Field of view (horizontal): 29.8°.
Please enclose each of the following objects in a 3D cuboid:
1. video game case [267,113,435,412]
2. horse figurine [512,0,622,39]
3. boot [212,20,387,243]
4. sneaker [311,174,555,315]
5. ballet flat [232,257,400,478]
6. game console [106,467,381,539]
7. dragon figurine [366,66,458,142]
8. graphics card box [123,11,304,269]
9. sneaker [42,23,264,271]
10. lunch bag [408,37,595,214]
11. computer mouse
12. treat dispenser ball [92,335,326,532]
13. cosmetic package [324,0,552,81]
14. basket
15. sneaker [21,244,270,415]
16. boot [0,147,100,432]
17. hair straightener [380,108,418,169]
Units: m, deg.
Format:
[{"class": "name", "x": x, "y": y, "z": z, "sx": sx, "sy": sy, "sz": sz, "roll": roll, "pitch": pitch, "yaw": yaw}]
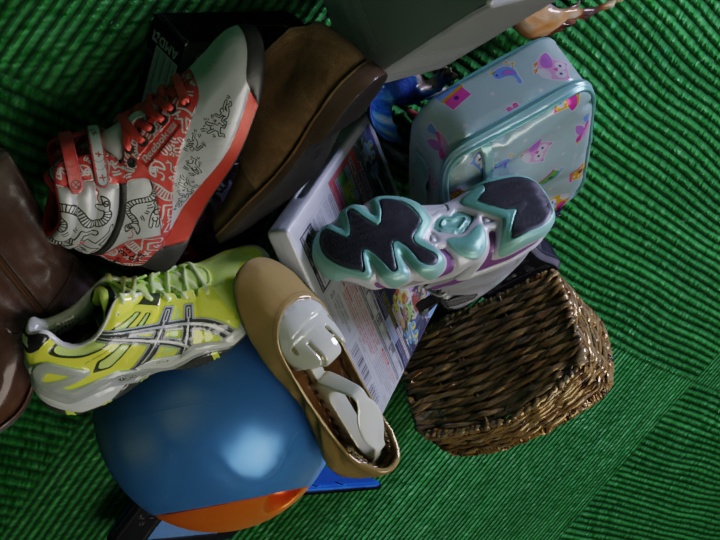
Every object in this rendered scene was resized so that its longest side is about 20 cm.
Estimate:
[{"class": "video game case", "x": 0.000, "y": 0.000, "z": 1.118, "sx": 0.182, "sy": 0.023, "sz": 0.200, "roll": -59, "pitch": 135, "yaw": -48}, {"class": "horse figurine", "x": 0.156, "y": -0.251, "z": 1.132, "sx": 0.132, "sy": 0.050, "sz": 0.200, "roll": -27, "pitch": 149, "yaw": -3}, {"class": "boot", "x": -0.062, "y": -0.099, "z": 0.987, "sx": 0.200, "sy": 0.075, "sz": 0.074, "roll": -49, "pitch": 175, "yaw": 36}, {"class": "sneaker", "x": 0.050, "y": -0.001, "z": 1.085, "sx": 0.200, "sy": 0.078, "sz": 0.140, "roll": -9, "pitch": 153, "yaw": -17}, {"class": "ballet flat", "x": -0.025, "y": 0.073, "z": 1.012, "sx": 0.069, "sy": 0.063, "sz": 0.200, "roll": -44, "pitch": 118, "yaw": -29}, {"class": "game console", "x": -0.108, "y": 0.231, "z": 1.290, "sx": 0.171, "sy": 0.118, "sz": 0.200, "roll": -53, "pitch": 151, "yaw": 15}, {"class": "dragon figurine", "x": 0.022, "y": -0.146, "z": 1.102, "sx": 0.099, "sy": 0.059, "sz": 0.200, "roll": -45, "pitch": 150, "yaw": 3}, {"class": "graphics card box", "x": -0.115, "y": -0.098, "z": 1.025, "sx": 0.125, "sy": 0.051, "sz": 0.200, "roll": -8, "pitch": 130, "yaw": -39}, {"class": "sneaker", "x": -0.148, "y": -0.088, "z": 0.921, "sx": 0.108, "sy": 0.067, "sz": 0.201, "roll": 12, "pitch": 124, "yaw": -29}, {"class": "lunch bag", "x": 0.115, "y": -0.091, "z": 1.145, "sx": 0.160, "sy": 0.077, "sz": 0.200, "roll": -31, "pitch": 154, "yaw": -13}, {"class": "computer mouse", "x": 0.142, "y": -0.023, "z": 1.332, "sx": 0.138, "sy": 0.053, "sz": 0.200, "roll": -26, "pitch": 159, "yaw": 11}, {"class": "treat dispenser ball", "x": -0.117, "y": 0.113, "z": 1.107, "sx": 0.201, "sy": 0.201, "sz": 0.201, "roll": -27, "pitch": 141, "yaw": -23}, {"class": "cosmetic package", "x": 0.054, "y": -0.206, "z": 0.931, "sx": 0.090, "sy": 0.107, "sz": 0.200, "roll": -18, "pitch": -179, "yaw": -30}, {"class": "basket", "x": 0.160, "y": 0.116, "z": 1.389, "sx": 0.200, "sy": 0.143, "sz": 0.149, "roll": -26, "pitch": 147, "yaw": 16}, {"class": "sneaker", "x": -0.154, "y": 0.033, "z": 0.998, "sx": 0.200, "sy": 0.075, "sz": 0.076, "roll": -30, "pitch": 137, "yaw": -14}, {"class": "boot", "x": -0.285, "y": 0.024, "z": 0.968, "sx": 0.186, "sy": 0.064, "sz": 0.200, "roll": -48, "pitch": 149, "yaw": -14}, {"class": "hair straightener", "x": 0.072, "y": -0.079, "z": 1.250, "sx": 0.077, "sy": 0.041, "sz": 0.200, "roll": -48, "pitch": 149, "yaw": 6}]
